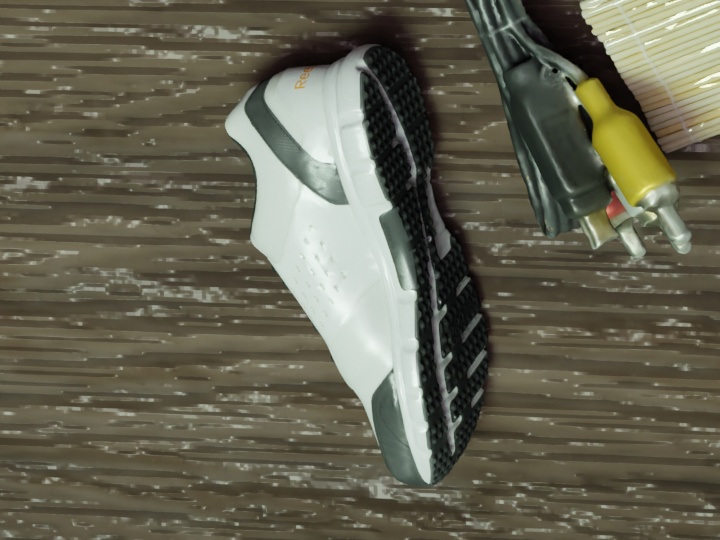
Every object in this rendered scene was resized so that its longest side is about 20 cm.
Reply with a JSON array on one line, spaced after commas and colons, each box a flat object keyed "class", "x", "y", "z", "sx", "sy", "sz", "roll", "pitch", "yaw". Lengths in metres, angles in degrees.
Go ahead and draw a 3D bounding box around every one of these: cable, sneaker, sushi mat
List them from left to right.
[{"class": "sneaker", "x": 0.000, "y": 0.000, "z": 1.198, "sx": 0.080, "sy": 0.074, "sz": 0.201, "roll": -5, "pitch": 108, "yaw": 27}, {"class": "cable", "x": 0.077, "y": -0.091, "z": 1.152, "sx": 0.050, "sy": 0.097, "sz": 0.201, "roll": -23, "pitch": 89, "yaw": -14}, {"class": "sushi mat", "x": 0.196, "y": -0.108, "z": 1.110, "sx": 0.199, "sy": 0.012, "sz": 0.096, "roll": -18, "pitch": 131, "yaw": 25}]
